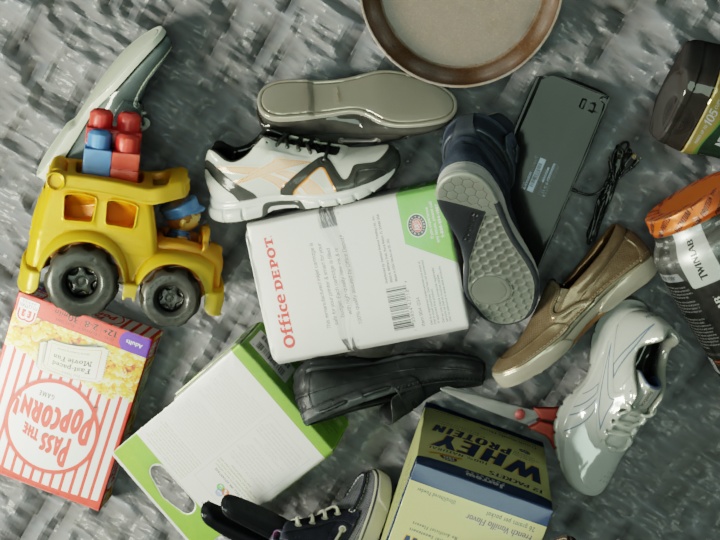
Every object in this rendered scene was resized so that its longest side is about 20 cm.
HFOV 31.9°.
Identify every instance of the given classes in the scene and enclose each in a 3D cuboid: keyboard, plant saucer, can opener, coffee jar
[{"bbox_3d":[0.199,-0.086,1.259,0.127,0.021,0.201,24,102,8],"label":"keyboard"},{"bbox_3d":[0.098,-0.280,1.229,0.199,0.034,0.201,1,99,6],"label":"plant saucer"},{"bbox_3d":[-0.086,0.276,1.288,0.063,0.079,0.200,-25,134,18],"label":"can opener"},{"bbox_3d":[0.379,-0.141,1.187,0.199,0.086,0.104,20,140,3],"label":"coffee jar"}]

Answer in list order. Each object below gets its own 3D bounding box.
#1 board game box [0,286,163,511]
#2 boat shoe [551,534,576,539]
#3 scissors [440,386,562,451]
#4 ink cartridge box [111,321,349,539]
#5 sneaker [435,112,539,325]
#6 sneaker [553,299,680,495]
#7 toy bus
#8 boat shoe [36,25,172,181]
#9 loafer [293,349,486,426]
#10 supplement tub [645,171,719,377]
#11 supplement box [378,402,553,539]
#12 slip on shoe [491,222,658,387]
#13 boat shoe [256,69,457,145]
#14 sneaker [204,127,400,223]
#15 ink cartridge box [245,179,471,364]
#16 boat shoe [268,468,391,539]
[{"bbox_3d":[-0.312,0.134,1.337,0.151,0.046,0.201,19,101,3],"label":"board game box"},{"bbox_3d":[0.105,0.284,1.104,0.200,0.072,0.072,-36,97,16],"label":"boat shoe"},{"bbox_3d":[0.169,0.154,1.267,0.199,0.014,0.074,4,98,-21],"label":"scissors"},{"bbox_3d":[-0.137,0.174,1.313,0.200,0.076,0.148,-39,94,20],"label":"ink cartridge box"},{"bbox_3d":[0.129,-0.059,1.230,0.077,0.147,0.203,-9,128,15],"label":"sneaker"},{"bbox_3d":[0.252,0.130,1.240,0.074,0.087,0.201,13,97,-24],"label":"sneaker"},{"bbox_3d":[-0.222,-0.056,1.235,0.199,0.136,0.193,9,101,-13],"label":"toy bus"},{"bbox_3d":[-0.247,-0.158,1.277,0.062,0.073,0.200,36,102,-23],"label":"boat shoe"},{"bbox_3d":[0.032,0.121,1.265,0.200,0.068,0.071,-4,72,-14],"label":"loafer"},{"bbox_3d":[0.363,0.013,1.203,0.122,0.123,0.200,-31,98,10],"label":"supplement tub"},{"bbox_3d":[0.090,0.266,1.239,0.134,0.200,0.201,19,101,2],"label":"supplement box"},{"bbox_3d":[0.202,0.035,1.250,0.200,0.076,0.061,-40,99,8],"label":"slip on shoe"},{"bbox_3d":[-0.004,-0.158,1.257,0.199,0.057,0.067,1,64,2],"label":"boat shoe"},{"bbox_3d":[-0.061,-0.102,1.229,0.199,0.074,0.080,-10,109,6],"label":"sneaker"},{"bbox_3d":[0.000,0.000,1.261,0.199,0.084,0.146,-11,98,8],"label":"ink cartridge box"},{"bbox_3d":[-0.036,0.260,1.255,0.093,0.200,0.075,33,130,-9],"label":"boat shoe"}]
